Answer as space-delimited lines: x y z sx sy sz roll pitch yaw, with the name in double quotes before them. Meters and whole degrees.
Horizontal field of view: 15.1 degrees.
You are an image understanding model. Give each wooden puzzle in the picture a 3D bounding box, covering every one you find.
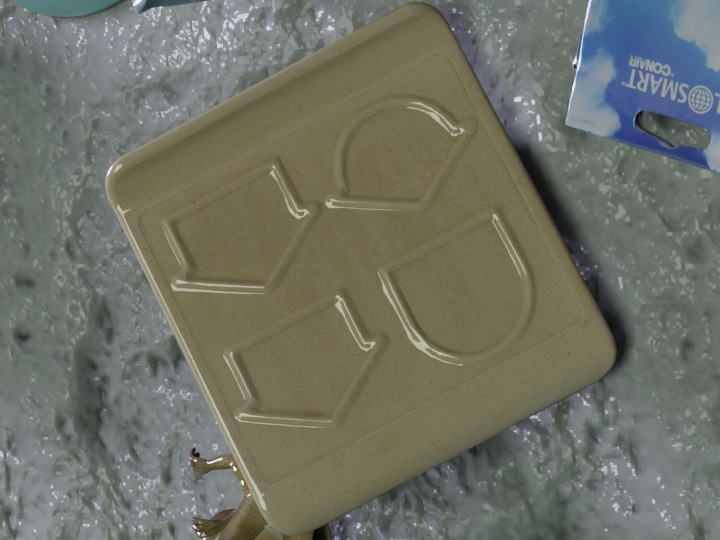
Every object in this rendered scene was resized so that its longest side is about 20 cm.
"wooden puzzle" 0.000 0.000 1.302 0.185 0.046 0.200 -28 81 4

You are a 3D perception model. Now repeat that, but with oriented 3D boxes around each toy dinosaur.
"toy dinosaur" -0.022 0.088 1.355 0.058 0.200 0.101 52 170 -30

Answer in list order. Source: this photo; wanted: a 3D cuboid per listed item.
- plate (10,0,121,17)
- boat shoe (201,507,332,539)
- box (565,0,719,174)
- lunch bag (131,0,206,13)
"plate" -0.168 -0.235 1.454 0.200 0.026 0.201 8 103 37
"boat shoe" -0.025 0.217 1.385 0.076 0.072 0.201 -11 95 22
"box" 0.163 -0.147 1.185 0.122 0.048 0.201 21 110 36
"lunch bag" -0.037 -0.235 1.286 0.200 0.127 0.170 -30 76 48
